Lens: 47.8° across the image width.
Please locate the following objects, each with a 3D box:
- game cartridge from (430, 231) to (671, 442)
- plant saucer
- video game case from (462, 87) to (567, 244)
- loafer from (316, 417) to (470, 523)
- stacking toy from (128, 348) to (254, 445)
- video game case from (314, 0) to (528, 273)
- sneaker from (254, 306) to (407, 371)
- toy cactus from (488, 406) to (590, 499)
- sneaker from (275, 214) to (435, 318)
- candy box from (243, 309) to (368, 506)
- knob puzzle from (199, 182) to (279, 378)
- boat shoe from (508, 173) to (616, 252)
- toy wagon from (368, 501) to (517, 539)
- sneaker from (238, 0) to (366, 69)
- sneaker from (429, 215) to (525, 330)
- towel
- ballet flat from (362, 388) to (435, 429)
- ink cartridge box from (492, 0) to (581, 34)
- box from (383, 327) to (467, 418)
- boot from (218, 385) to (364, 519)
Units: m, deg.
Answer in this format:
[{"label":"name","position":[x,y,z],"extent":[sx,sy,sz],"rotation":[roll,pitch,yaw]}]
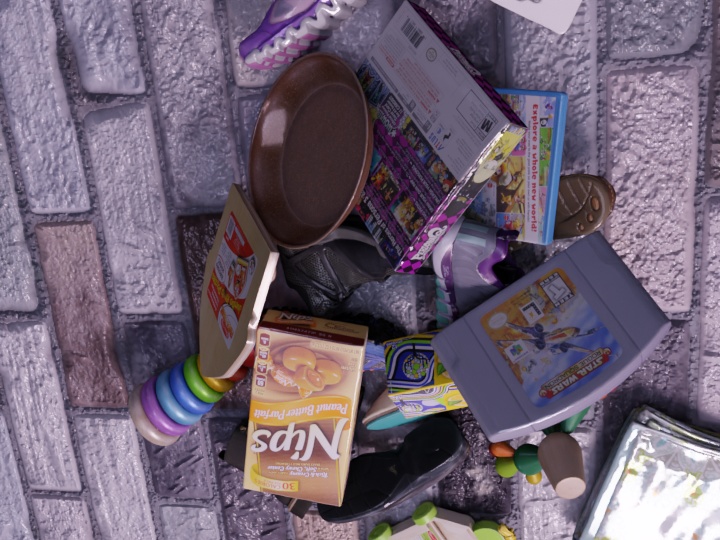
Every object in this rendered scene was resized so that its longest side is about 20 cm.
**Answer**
[{"label":"game cartridge","position":[0.180,0.067,0.766],"extent":[0.199,0.042,0.134],"rotation":[-34,57,3]},{"label":"plant saucer","position":[-0.048,-0.121,0.843],"extent":[0.199,0.036,0.203],"rotation":[-8,79,47]},{"label":"video game case","position":[0.105,-0.113,0.820],"extent":[0.198,0.018,0.145],"rotation":[13,106,33]},{"label":"loafer","position":[0.042,0.249,0.964],"extent":[0.199,0.073,0.072],"rotation":[-28,144,12]},{"label":"stacking toy","position":[-0.186,0.132,0.991],"extent":[0.199,0.085,0.086],"rotation":[-34,99,17]},{"label":"video game case","position":[0.048,-0.131,0.791],"extent":[0.182,0.036,0.201],"rotation":[-53,50,28]},{"label":"sneaker","position":[-0.030,0.094,0.935],"extent":[0.198,0.075,0.079],"rotation":[8,112,4]},{"label":"toy cactus","position":[0.210,0.176,0.871],"extent":[0.102,0.166,0.200],"rotation":[31,117,-19]},{"label":"sneaker","position":[0.000,0.000,0.899],"extent":[0.197,0.076,0.116],"rotation":[7,113,18]},{"label":"candy box","position":[-0.061,0.152,0.891],"extent":[0.114,0.055,0.202],"rotation":[9,110,4]},{"label":"knob puzzle","position":[-0.137,0.031,0.898],"extent":[0.030,0.220,0.221],"rotation":[9,116,-28]},{"label":"boat shoe","position":[0.167,-0.060,0.843],"extent":[0.198,0.067,0.073],"rotation":[-6,99,34]},{"label":"toy wagon","position":[0.110,0.363,1.020],"extent":[0.199,0.040,0.156],"rotation":[-31,99,20]},{"label":"sneaker","position":[-0.050,-0.285,0.817],"extent":[0.199,0.080,0.089],"rotation":[-36,91,17]},{"label":"sneaker","position":[0.126,0.027,0.838],"extent":[0.087,0.075,0.201],"rotation":[12,146,22]},{"label":"towel","position":[0.355,0.265,0.923],"extent":[0.170,0.048,0.202],"rotation":[20,112,7]},{"label":"ballet flat","position":[0.087,0.133,0.933],"extent":[0.198,0.069,0.070],"rotation":[-18,104,27]},{"label":"ink cartridge box","position":[0.186,-0.334,0.744],"extent":[0.116,0.067,0.201],"rotation":[27,112,2]},{"label":"box","position":[0.128,0.094,0.836],"extent":[0.198,0.065,0.070],"rotation":[-15,146,13]},{"label":"boot","position":[-0.089,0.198,0.994],"extent":[0.137,0.077,0.201],"rotation":[30,112,7]}]
